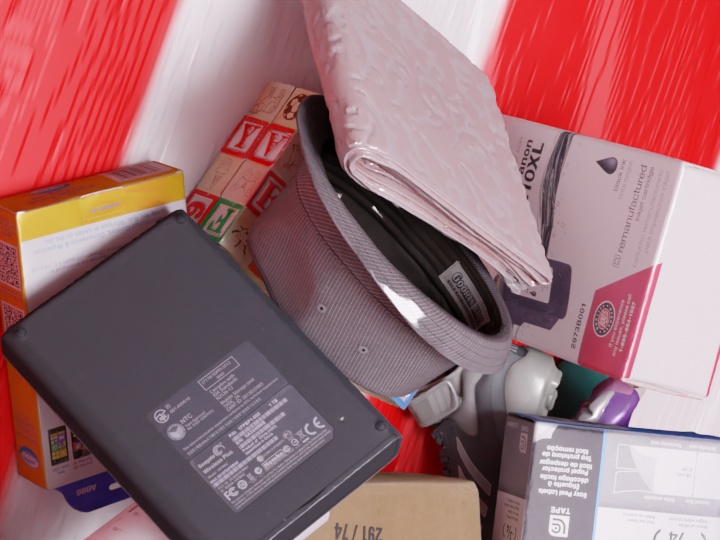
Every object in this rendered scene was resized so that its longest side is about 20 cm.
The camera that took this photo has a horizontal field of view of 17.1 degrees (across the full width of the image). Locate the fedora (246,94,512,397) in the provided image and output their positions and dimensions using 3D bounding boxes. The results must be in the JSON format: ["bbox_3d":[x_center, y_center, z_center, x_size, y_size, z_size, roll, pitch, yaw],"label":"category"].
[{"bbox_3d":[0.000,0.000,1.447,0.090,0.177,0.200,-40,105,18],"label":"fedora"}]

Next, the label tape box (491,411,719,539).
[{"bbox_3d":[0.159,0.202,1.576,0.143,0.063,0.202,7,90,-17],"label":"label tape box"}]

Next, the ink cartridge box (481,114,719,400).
[{"bbox_3d":[0.157,-0.013,1.592,0.084,0.200,0.146,13,94,-36],"label":"ink cartridge box"}]

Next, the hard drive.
[{"bbox_3d":[-0.093,0.071,1.385,0.139,0.200,0.033,-36,160,-24],"label":"hard drive"}]

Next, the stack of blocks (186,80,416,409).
[{"bbox_3d":[-0.014,-0.015,1.547,0.200,0.058,0.116,44,75,-37],"label":"stack of blocks"}]

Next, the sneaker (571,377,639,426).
[{"bbox_3d":[0.160,0.173,1.656,0.201,0.088,0.080,-70,168,16],"label":"sneaker"}]

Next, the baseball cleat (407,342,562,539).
[{"bbox_3d":[0.075,0.123,1.657,0.070,0.106,0.201,-59,167,-56],"label":"baseball cleat"}]

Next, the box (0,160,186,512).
[{"bbox_3d":[-0.158,0.043,1.465,0.118,0.041,0.202,-16,114,-34],"label":"box"}]

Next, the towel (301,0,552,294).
[{"bbox_3d":[0.035,-0.096,1.497,0.032,0.201,0.191,-35,133,22],"label":"towel"}]

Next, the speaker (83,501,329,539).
[{"bbox_3d":[-0.114,0.170,1.390,0.200,0.081,0.082,-37,122,-25],"label":"speaker"}]

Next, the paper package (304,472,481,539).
[{"bbox_3d":[-0.022,0.225,1.540,0.199,0.103,0.192,2,81,-33],"label":"paper package"}]

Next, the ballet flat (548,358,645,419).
[{"bbox_3d":[0.179,0.061,1.717,0.067,0.068,0.202,4,102,-46],"label":"ballet flat"}]
